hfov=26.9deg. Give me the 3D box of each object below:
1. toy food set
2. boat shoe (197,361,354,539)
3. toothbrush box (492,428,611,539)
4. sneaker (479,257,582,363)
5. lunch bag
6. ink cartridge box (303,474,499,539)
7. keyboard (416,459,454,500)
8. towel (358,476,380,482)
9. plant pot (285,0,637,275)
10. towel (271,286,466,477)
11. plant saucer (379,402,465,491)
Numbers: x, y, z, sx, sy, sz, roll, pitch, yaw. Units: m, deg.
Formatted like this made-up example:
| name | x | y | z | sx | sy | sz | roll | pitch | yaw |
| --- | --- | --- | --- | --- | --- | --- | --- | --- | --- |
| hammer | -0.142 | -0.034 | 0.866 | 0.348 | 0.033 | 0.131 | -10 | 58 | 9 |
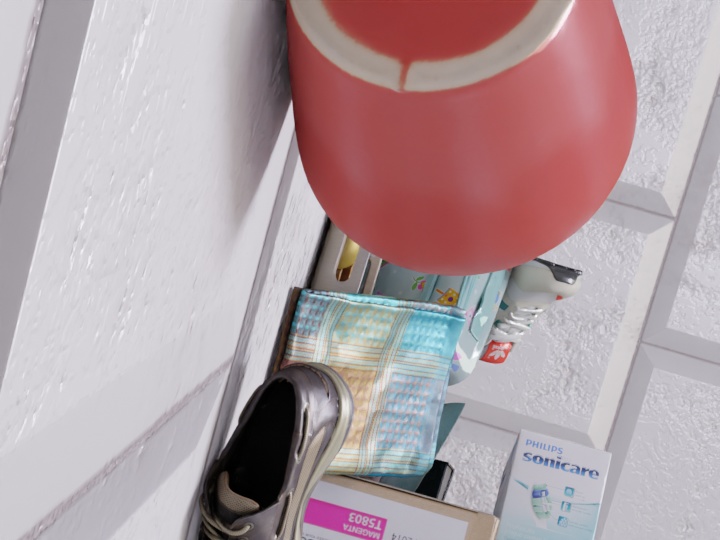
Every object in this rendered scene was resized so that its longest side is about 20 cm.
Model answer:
| name | x | y | z | sx | sy | sz | roll | pitch | yaw |
| --- | --- | --- | --- | --- | --- | --- | --- | --- | --- |
| toy food set | 0.000 | 0.000 | 1.277 | 0.200 | 0.060 | 0.144 | 70 | 36 | -81 |
| boat shoe | -0.074 | 0.149 | 0.967 | 0.073 | 0.074 | 0.201 | 23 | 87 | -60 |
| toothbrush box | 0.148 | 0.258 | 1.305 | 0.146 | 0.085 | 0.201 | 92 | 14 | -69 |
| sneaker | 0.152 | 0.045 | 1.472 | 0.200 | 0.070 | 0.094 | 162 | -60 | -66 |
| lunch bag | 0.061 | 0.013 | 1.419 | 0.077 | 0.160 | 0.200 | 48 | 51 | -38 |
| ink cartridge box | 0.009 | 0.219 | 1.270 | 0.165 | 0.199 | 0.075 | 77 | 29 | -79 |
| keyboard | 0.023 | 0.207 | 1.643 | 0.021 | 0.200 | 0.127 | 28 | 75 | -44 |
| towel | 0.000 | 0.181 | 1.472 | 0.191 | 0.032 | 0.200 | -73 | -173 | -58 |
| plant pot | 0.046 | -0.119 | 0.777 | 0.177 | 0.200 | 0.201 | 63 | 42 | -69 |
| towel | 0.004 | 0.091 | 1.182 | 0.200 | 0.022 | 0.147 | 9 | 95 | -49 |
| plant saucer | 0.037 | 0.207 | 1.492 | 0.200 | 0.036 | 0.200 | -57 | 176 | -6 |
